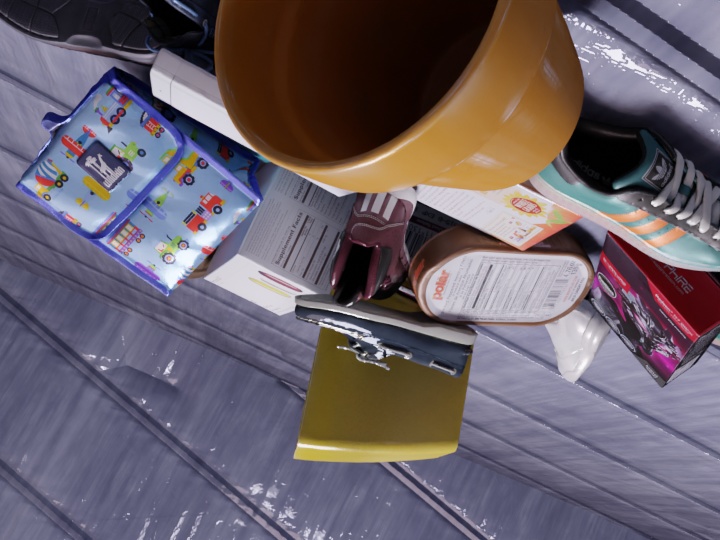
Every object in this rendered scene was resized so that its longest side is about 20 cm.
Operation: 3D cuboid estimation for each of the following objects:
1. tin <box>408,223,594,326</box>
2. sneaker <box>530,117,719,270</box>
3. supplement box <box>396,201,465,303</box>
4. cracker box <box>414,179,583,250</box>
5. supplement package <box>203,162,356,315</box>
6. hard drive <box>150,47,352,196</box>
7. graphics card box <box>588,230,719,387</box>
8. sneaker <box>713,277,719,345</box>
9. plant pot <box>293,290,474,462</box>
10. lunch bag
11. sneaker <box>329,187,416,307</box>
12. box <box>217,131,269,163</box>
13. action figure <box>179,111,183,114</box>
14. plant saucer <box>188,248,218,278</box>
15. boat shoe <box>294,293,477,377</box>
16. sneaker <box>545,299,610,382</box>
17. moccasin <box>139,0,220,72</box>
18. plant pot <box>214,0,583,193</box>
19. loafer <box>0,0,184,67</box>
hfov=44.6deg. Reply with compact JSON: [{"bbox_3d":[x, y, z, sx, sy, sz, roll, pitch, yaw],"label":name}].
[{"bbox_3d":[0.148,0.007,0.904,0.200,0.042,0.112,2,126,-19],"label":"tin"},{"bbox_3d":[0.227,-0.059,0.673,0.200,0.071,0.080,23,168,6],"label":"sneaker"},{"bbox_3d":[0.060,-0.005,1.047,0.131,0.103,0.200,22,163,2],"label":"supplement box"},{"bbox_3d":[0.094,-0.096,0.789,0.200,0.058,0.134,24,165,-7],"label":"cracker box"},{"bbox_3d":[-0.085,-0.046,1.019,0.111,0.156,0.200,28,164,-14],"label":"supplement package"},{"bbox_3d":[-0.089,-0.126,0.780,0.200,0.027,0.132,27,176,-12],"label":"hard drive"},{"bbox_3d":[0.286,0.031,0.853,0.126,0.051,0.200,54,176,21],"label":"graphics card box"},{"bbox_3d":[0.399,0.052,0.825,0.200,0.071,0.080,14,166,34],"label":"sneaker"},{"bbox_3d":[0.028,0.135,1.034,0.176,0.200,0.200,13,164,-2],"label":"plant pot"},{"bbox_3d":[-0.220,-0.096,0.861,0.200,0.151,0.094,36,-159,-30],"label":"lunch bag"},{"bbox_3d":[0.000,0.000,0.850,0.076,0.116,0.200,18,149,11],"label":"sneaker"},{"bbox_3d":[-0.078,-0.160,0.835,0.082,0.049,0.200,29,163,-21],"label":"box"},{"bbox_3d":[-0.190,-0.123,0.981,0.149,0.134,0.200,-14,123,25],"label":"action figure"},{"bbox_3d":[-0.231,-0.086,1.085,0.029,0.200,0.200,-25,140,23],"label":"plant saucer"},{"bbox_3d":[0.023,0.068,0.912,0.200,0.062,0.075,12,-169,-21],"label":"boat shoe"},{"bbox_3d":[0.267,0.077,1.119,0.088,0.075,0.200,32,161,17],"label":"sneaker"},{"bbox_3d":[-0.157,-0.215,0.729,0.080,0.068,0.200,14,164,29],"label":"moccasin"},{"bbox_3d":[0.045,-0.133,0.540,0.200,0.200,0.183,11,176,37],"label":"plant pot"},{"bbox_3d":[-0.260,-0.231,0.827,0.200,0.072,0.063,19,170,8],"label":"loafer"}]
